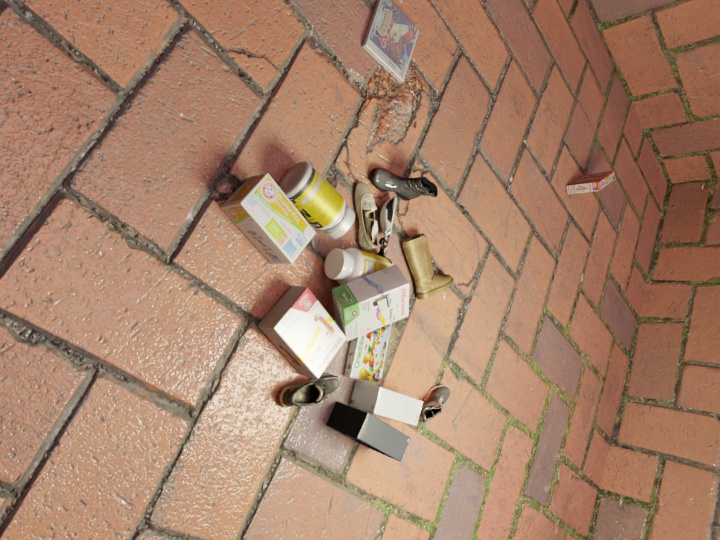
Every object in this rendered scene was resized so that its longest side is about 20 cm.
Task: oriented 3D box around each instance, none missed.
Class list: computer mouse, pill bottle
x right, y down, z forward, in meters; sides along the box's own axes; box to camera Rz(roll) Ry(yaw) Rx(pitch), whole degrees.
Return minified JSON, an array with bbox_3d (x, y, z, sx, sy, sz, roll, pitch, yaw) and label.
[{"bbox_3d":[0.076,-0.134,1.557,0.110,0.043,0.202,84,16,-68],"label":"computer mouse"},{"bbox_3d":[-0.112,-0.180,1.353,0.200,0.114,0.115,41,64,-34],"label":"pill bottle"},{"bbox_3d":[0.000,0.000,1.454,0.199,0.112,0.113,15,80,-41],"label":"pill bottle"}]

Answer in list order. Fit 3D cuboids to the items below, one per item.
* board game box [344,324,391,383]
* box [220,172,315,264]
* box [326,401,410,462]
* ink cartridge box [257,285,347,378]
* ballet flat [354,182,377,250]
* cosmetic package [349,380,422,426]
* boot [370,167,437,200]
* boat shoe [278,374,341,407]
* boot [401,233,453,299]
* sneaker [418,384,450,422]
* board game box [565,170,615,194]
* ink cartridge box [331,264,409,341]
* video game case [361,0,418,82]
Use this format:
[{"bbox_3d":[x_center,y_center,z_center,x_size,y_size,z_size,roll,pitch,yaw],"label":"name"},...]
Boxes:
[{"bbox_3d":[0.025,0.225,1.528,0.126,0.034,0.202,20,77,-40],"label":"board game box"},{"bbox_3d":[-0.224,-0.124,1.259,0.200,0.101,0.113,51,59,-29],"label":"box"},{"bbox_3d":[0.024,0.457,1.455,0.200,0.141,0.079,40,64,-34],"label":"box"},{"bbox_3d":[-0.146,0.161,1.340,0.145,0.083,0.200,-52,122,-29],"label":"ink cartridge box"},{"bbox_3d":[0.026,-0.161,1.512,0.067,0.062,0.202,-9,95,-42],"label":"ballet flat"},{"bbox_3d":[0.077,0.395,1.524,0.199,0.112,0.082,31,70,-40],"label":"cosmetic package"},{"bbox_3d":[0.138,-0.271,1.567,0.199,0.131,0.070,12,82,-41],"label":"boot"},{"bbox_3d":[-0.123,0.328,1.373,0.199,0.065,0.074,-11,95,-43],"label":"boat shoe"},{"bbox_3d":[0.227,-0.026,1.692,0.175,0.066,0.202,-25,105,-40],"label":"boot"},{"bbox_3d":[0.248,0.450,1.697,0.199,0.082,0.078,-27,108,-39],"label":"sneaker"},{"bbox_3d":[1.080,-0.412,2.408,0.199,0.151,0.047,-29,109,-39],"label":"board game box"},{"bbox_3d":[0.031,0.089,1.409,0.199,0.084,0.145,-21,139,-15],"label":"ink cartridge box"},{"bbox_3d":[0.098,-0.727,1.607,0.182,0.023,0.201,29,71,-39],"label":"video game case"}]
